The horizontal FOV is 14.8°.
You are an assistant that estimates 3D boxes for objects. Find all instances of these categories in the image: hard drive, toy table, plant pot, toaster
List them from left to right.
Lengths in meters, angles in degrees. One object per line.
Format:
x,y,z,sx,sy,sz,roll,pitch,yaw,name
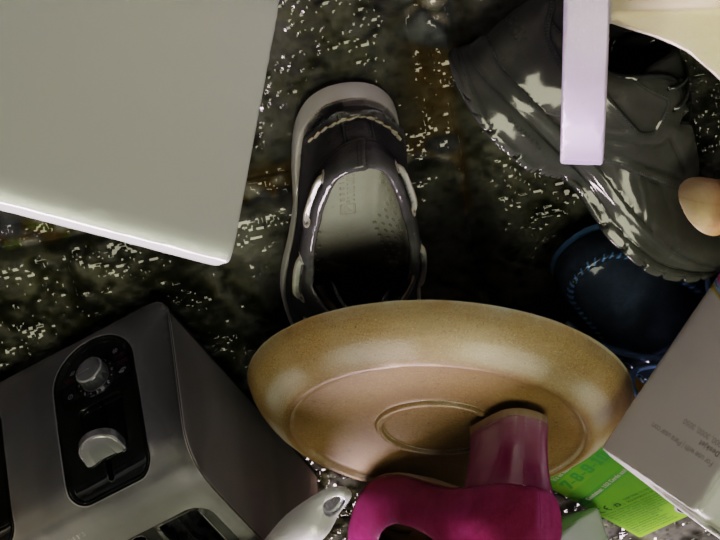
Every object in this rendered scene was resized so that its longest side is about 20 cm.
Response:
-0.141,-0.090,1.247,0.199,0.133,0.026,15,168,-23,hard drive
-0.125,0.141,1.458,0.180,0.119,0.200,-26,132,15,toaster
0.040,0.072,1.424,0.199,0.028,0.200,2,153,1,plant pot
0.147,-0.146,1.217,0.116,0.184,0.201,1,121,4,toy table

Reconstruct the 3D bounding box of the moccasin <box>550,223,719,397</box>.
0.184,0.040,1.455,0.199,0.068,0.080,29,122,-31,moccasin

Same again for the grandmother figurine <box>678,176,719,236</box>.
0.240,-0.054,1.269,0.121,0.061,0.200,50,133,-1,grandmother figurine

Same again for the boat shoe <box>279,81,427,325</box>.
0.000,0.000,1.390,0.073,0.061,0.201,-4,133,-8,boat shoe

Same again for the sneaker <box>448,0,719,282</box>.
0.134,-0.066,1.350,0.091,0.076,0.200,-41,129,16,sneaker

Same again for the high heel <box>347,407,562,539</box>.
0.045,0.149,1.438,0.067,0.096,0.200,17,149,-25,high heel

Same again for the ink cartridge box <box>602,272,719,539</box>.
0.235,0.053,1.399,0.144,0.085,0.201,35,88,-41,ink cartridge box

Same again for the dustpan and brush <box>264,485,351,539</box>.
-0.073,0.176,1.390,0.139,0.057,0.200,30,128,-33,dustpan and brush

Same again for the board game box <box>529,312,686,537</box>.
0.116,0.083,1.495,0.199,0.030,0.095,28,139,-33,board game box

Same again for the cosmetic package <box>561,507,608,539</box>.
0.059,0.197,1.479,0.101,0.200,0.074,-17,93,32,cosmetic package
